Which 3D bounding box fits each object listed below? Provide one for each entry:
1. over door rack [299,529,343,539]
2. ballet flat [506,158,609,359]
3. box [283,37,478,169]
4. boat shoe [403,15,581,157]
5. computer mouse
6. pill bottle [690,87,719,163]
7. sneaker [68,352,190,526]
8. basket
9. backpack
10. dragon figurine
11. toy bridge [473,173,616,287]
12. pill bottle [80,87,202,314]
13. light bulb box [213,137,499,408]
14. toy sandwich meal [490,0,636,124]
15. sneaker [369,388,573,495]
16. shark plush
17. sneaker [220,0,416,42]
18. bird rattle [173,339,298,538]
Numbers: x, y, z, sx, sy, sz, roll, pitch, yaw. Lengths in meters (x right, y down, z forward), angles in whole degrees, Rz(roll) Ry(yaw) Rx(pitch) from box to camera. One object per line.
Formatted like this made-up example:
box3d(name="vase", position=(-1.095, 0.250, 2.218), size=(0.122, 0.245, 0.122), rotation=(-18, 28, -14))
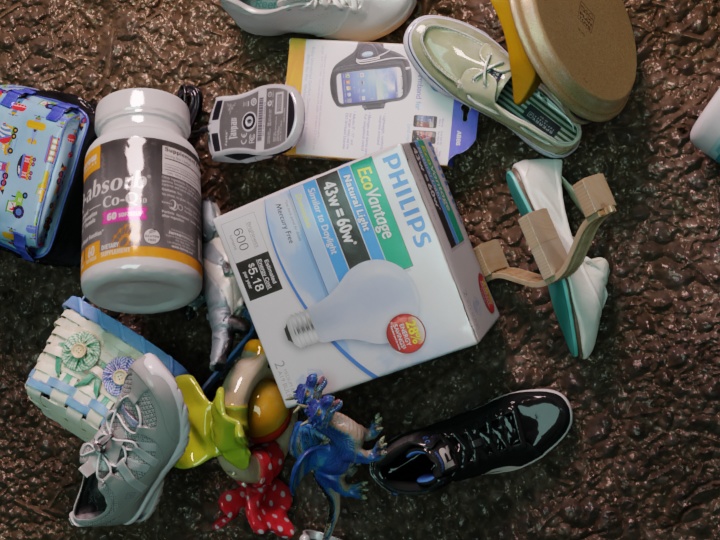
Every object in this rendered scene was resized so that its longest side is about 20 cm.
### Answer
box3d(name="over door rack", position=(0.017, 0.355, 1.126), size=(0.199, 0.067, 0.148), rotation=(14, 93, 14))
box3d(name="ballet flat", position=(0.202, -0.018, 1.091), size=(0.069, 0.069, 0.201), rotation=(-21, 83, 13))
box3d(name="box", position=(0.022, -0.167, 1.146), size=(0.199, 0.041, 0.120), rotation=(6, 91, 11))
box3d(name="boat shoe", position=(0.131, -0.180, 1.079), size=(0.200, 0.062, 0.072), rotation=(33, 87, -1))
box3d(name="computer mouse", position=(-0.124, -0.141, 1.156), size=(0.199, 0.044, 0.110), rotation=(0, 83, 38))
box3d(name="pill bottle", position=(0.405, -0.106, 1.014), size=(0.200, 0.111, 0.111), rotation=(37, 97, 12))
box3d(name="sneaker", position=(-0.212, 0.165, 1.026), size=(0.075, 0.082, 0.201), rotation=(40, 127, 33))
box3d(name="basket", position=(-0.225, 0.086, 1.161), size=(0.176, 0.139, 0.200), rotation=(27, 61, 12))
box3d(name="backpack", position=(-0.371, -0.113, 1.194), size=(0.199, 0.135, 0.183), rotation=(21, 93, 16))
box3d(name="dragon figurine", position=(-0.038, 0.176, 1.069), size=(0.099, 0.059, 0.200), rotation=(11, 129, -17))
box3d(name="toy bridge", position=(0.171, -0.023, 1.041), size=(0.027, 0.200, 0.067), rotation=(-17, 81, -29))
box3d(name="pill bottle", position=(-0.212, -0.068, 1.107), size=(0.116, 0.116, 0.201), rotation=(-11, 67, 13))
box3d(name="light bulb box", position=(0.000, 0.000, 1.087), size=(0.199, 0.125, 0.199), rotation=(-21, 93, 18))
box3d(name="toy sandwich meal", position=(0.179, -0.227, 1.054), size=(0.070, 0.205, 0.206), rotation=(-20, 84, 43))
box3d(name="sneaker", position=(0.106, 0.172, 1.083), size=(0.199, 0.112, 0.073), rotation=(-21, 85, 13))
box3d(name="shark plush", position=(-0.141, 0.024, 1.135), size=(0.083, 0.091, 0.200), rotation=(-30, 55, 17))
box3d(name="sneaker", position=(-0.045, -0.270, 1.138), size=(0.199, 0.088, 0.076), rotation=(-2, 87, 13))
box3d(name="bird rattle", position=(-0.101, 0.163, 1.117), size=(0.112, 0.200, 0.163), rotation=(2, 52, 35))
